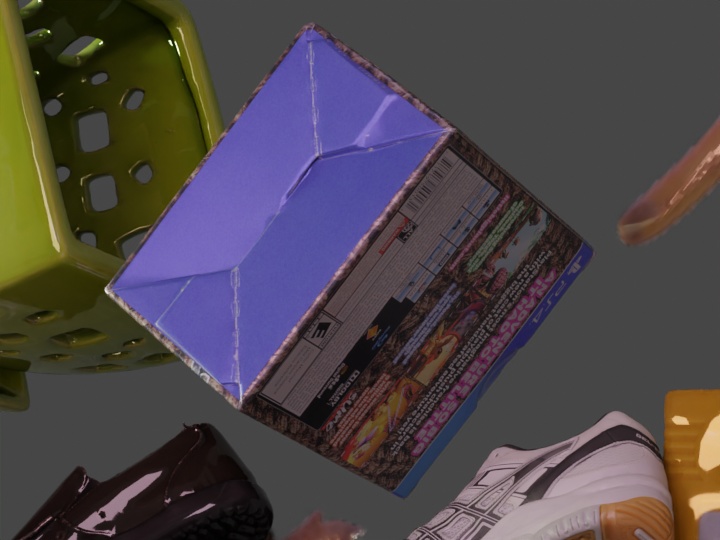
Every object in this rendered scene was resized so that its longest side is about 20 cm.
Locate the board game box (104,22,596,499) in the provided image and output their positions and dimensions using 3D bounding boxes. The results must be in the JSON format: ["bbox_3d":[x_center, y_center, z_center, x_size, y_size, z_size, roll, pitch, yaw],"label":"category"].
[{"bbox_3d":[0.000,0.000,1.409,0.097,0.200,0.160,39,91,28],"label":"board game box"}]

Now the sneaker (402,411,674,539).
[{"bbox_3d":[0.065,0.134,1.426,0.199,0.076,0.088,-24,39,24],"label":"sneaker"}]

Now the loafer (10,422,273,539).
[{"bbox_3d":[-0.137,0.141,1.508,0.199,0.073,0.072,-25,55,12],"label":"loafer"}]

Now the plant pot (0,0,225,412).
[{"bbox_3d":[-0.186,-0.041,1.510,0.181,0.199,0.201,-25,67,22],"label":"plant pot"}]

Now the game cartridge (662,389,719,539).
[{"bbox_3d":[0.220,0.153,1.365,0.175,0.032,0.201,-2,75,23],"label":"game cartridge"}]
